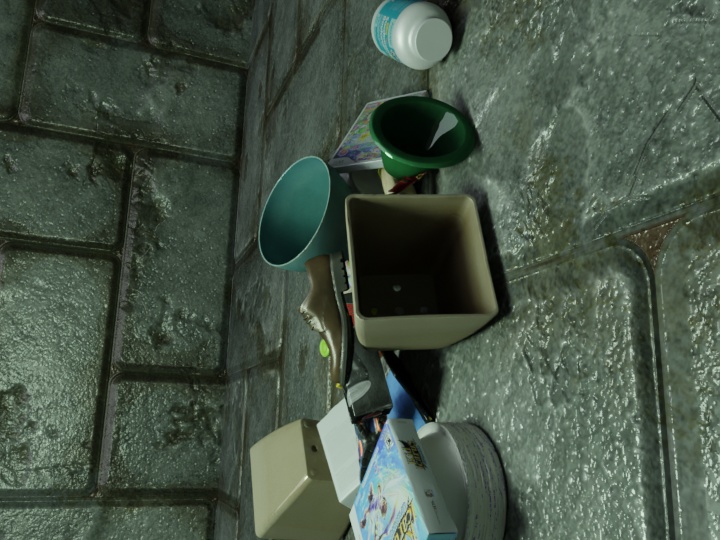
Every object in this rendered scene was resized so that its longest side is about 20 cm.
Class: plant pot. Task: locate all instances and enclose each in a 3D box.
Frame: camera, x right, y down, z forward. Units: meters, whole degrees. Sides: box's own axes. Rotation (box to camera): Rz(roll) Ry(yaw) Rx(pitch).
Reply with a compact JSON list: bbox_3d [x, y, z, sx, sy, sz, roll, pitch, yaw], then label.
[{"bbox_3d":[-0.100,0.419,1.345,0.178,0.197,0.202,-53,34,34],"label":"plant pot"},{"bbox_3d":[0.072,0.021,0.983,0.178,0.195,0.204,104,163,-58],"label":"plant pot"},{"bbox_3d":[-0.071,-0.082,1.162,0.198,0.133,0.204,-26,53,40],"label":"plant pot"}]

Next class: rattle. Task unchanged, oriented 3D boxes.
[{"bbox_3d":[0.119,-0.112,1.128,0.130,0.140,0.204,58,-166,-72],"label":"rattle"}]

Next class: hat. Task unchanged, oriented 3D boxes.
[{"bbox_3d":[0.076,-0.166,1.079,0.178,0.195,0.168,101,161,-50],"label":"hat"}]

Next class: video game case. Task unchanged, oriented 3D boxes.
[{"bbox_3d":[0.048,0.338,0.871,0.182,0.044,0.203,-116,37,-53],"label":"video game case"},{"bbox_3d":[0.031,-0.253,1.190,0.141,0.018,0.202,-1,47,37],"label":"video game case"}]

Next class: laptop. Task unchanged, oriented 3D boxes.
[{"bbox_3d":[0.038,0.219,1.123,0.115,0.201,0.188,-36,31,2],"label":"laptop"}]

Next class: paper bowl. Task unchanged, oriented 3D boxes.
[{"bbox_3d":[0.111,0.319,0.917,0.200,0.102,0.206,-175,90,-69],"label":"paper bowl"}]

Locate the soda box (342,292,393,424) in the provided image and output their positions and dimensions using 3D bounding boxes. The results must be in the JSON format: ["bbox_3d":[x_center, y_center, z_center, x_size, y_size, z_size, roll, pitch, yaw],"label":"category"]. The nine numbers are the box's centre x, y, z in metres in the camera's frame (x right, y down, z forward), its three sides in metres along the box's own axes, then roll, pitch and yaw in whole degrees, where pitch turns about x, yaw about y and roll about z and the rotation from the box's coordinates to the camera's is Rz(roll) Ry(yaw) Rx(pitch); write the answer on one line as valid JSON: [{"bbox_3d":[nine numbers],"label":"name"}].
[{"bbox_3d":[-0.007,0.141,1.069,0.064,0.069,0.204,104,152,-65],"label":"soda box"}]

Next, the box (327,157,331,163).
[{"bbox_3d":[-0.036,-0.202,1.543,0.199,0.045,0.163,170,105,-69],"label":"box"}]

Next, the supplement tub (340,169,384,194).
[{"bbox_3d":[0.001,-0.154,1.296,0.200,0.141,0.148,144,130,-62],"label":"supplement tub"}]

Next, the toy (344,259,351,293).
[{"bbox_3d":[0.000,0.000,1.209,0.198,0.116,0.047,-19,22,46],"label":"toy"}]

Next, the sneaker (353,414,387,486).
[{"bbox_3d":[0.027,0.300,1.091,0.079,0.073,0.205,89,175,-73],"label":"sneaker"}]

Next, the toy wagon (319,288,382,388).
[{"bbox_3d":[-0.002,0.131,1.199,0.039,0.153,0.205,27,110,50],"label":"toy wagon"}]

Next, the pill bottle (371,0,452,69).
[{"bbox_3d":[0.096,-0.428,1.171,0.201,0.108,0.113,-123,44,-60],"label":"pill bottle"}]

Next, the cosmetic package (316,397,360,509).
[{"bbox_3d":[-0.007,0.339,1.217,0.101,0.071,0.201,-44,32,10],"label":"cosmetic package"}]

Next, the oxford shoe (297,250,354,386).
[{"bbox_3d":[-0.052,0.077,0.998,0.073,0.082,0.205,73,-172,-78],"label":"oxford shoe"}]
